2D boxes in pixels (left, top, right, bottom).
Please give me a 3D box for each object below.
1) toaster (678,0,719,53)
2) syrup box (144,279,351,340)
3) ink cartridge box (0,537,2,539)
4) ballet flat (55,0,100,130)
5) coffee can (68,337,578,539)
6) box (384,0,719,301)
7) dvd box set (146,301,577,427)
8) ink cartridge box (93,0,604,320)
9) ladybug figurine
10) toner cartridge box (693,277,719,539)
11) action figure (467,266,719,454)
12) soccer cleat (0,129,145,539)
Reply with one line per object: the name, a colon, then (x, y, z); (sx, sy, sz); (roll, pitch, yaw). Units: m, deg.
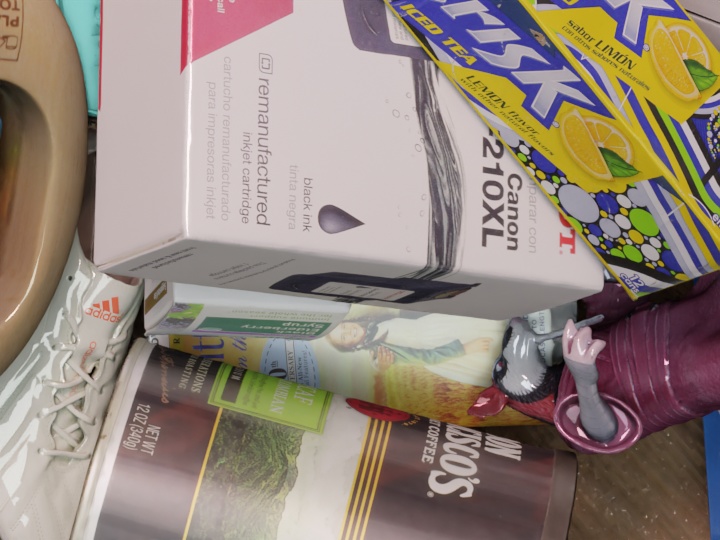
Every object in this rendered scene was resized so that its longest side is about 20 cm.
toaster: (0.202, -0.124, 1.190); (0.199, 0.129, 0.114); (-28, 127, -22)
syrup box: (-0.049, -0.073, 1.218); (0.078, 0.081, 0.202); (3, 78, -14)
ink cartridge box: (-0.265, 0.084, 1.242); (0.144, 0.147, 0.201); (-30, 96, 4)
ballet flat: (-0.116, -0.161, 1.186); (0.067, 0.075, 0.202); (-4, 107, -6)
coffee can: (-0.020, 0.125, 1.213); (0.199, 0.146, 0.147); (15, 97, 0)
box: (0.082, -0.088, 1.103); (0.200, 0.070, 0.064); (48, 56, -14)
dvd box set: (0.000, 0.000, 1.285); (0.198, 0.029, 0.148); (-1, 95, 1)
ink cartridge box: (-0.001, -0.065, 1.139); (0.199, 0.084, 0.146); (7, 77, -31)
ladybug figurine: (-0.180, -0.039, 1.148); (0.135, 0.072, 0.201); (3, 106, -42)
toner cartridge box: (0.200, 0.023, 1.258); (0.094, 0.043, 0.202); (-1, 99, 28)
action figure: (0.141, 0.038, 1.225); (0.199, 0.134, 0.149); (-19, 123, 31)
soccer cleat: (-0.131, 0.032, 1.249); (0.077, 0.069, 0.202); (-5, 81, 37)
